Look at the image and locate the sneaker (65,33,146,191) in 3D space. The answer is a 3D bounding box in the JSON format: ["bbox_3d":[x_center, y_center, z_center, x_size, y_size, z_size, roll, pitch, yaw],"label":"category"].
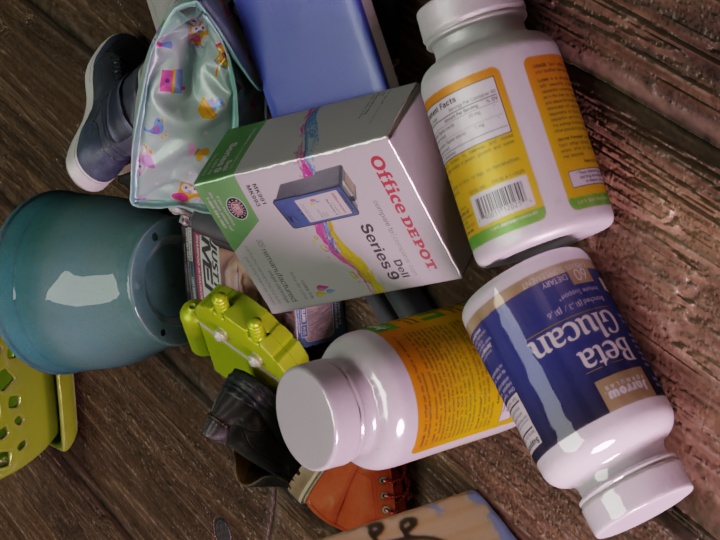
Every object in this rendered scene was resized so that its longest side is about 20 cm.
[{"bbox_3d":[-0.224,-0.190,1.731,0.146,0.077,0.203,-35,37,40],"label":"sneaker"}]

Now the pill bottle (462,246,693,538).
[{"bbox_3d":[0.166,0.093,1.269,0.201,0.111,0.111,63,143,18],"label":"pill bottle"}]

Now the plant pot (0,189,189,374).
[{"bbox_3d":[-0.256,0.011,1.782,0.187,0.199,0.202,-1,100,40],"label":"plant pot"}]

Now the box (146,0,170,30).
[{"bbox_3d":[-0.159,-0.311,1.665,0.200,0.036,0.145,-27,79,56],"label":"box"}]

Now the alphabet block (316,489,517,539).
[{"bbox_3d":[0.047,0.336,1.440,0.195,0.199,0.197,48,136,34],"label":"alphabet block"}]

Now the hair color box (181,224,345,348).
[{"bbox_3d":[-0.098,0.006,1.659,0.199,0.060,0.101,14,112,52],"label":"hair color box"}]

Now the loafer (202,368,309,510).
[{"bbox_3d":[-0.095,0.178,1.633,0.073,0.072,0.200,23,155,43],"label":"loafer"}]

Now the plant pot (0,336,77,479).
[{"bbox_3d":[-0.468,0.142,2.120,0.199,0.181,0.201,17,115,51],"label":"plant pot"}]

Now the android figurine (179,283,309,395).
[{"bbox_3d":[-0.100,0.087,1.621,0.182,0.041,0.200,35,158,24],"label":"android figurine"}]

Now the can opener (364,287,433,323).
[{"bbox_3d":[0.000,0.000,1.512,0.201,0.067,0.053,58,142,25],"label":"can opener"}]

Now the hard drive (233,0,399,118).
[{"bbox_3d":[-0.043,-0.206,1.425,0.131,0.025,0.201,-15,95,41],"label":"hard drive"}]

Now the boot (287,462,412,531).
[{"bbox_3d":[0.018,0.174,1.555,0.107,0.075,0.200,44,132,14],"label":"boot"}]

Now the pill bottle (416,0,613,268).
[{"bbox_3d":[0.110,-0.113,1.281,0.111,0.111,0.201,-27,79,54],"label":"pill bottle"}]

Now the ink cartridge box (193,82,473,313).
[{"bbox_3d":[-0.014,-0.057,1.398,0.199,0.088,0.146,-11,123,31],"label":"ink cartridge box"}]

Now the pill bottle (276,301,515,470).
[{"bbox_3d":[0.036,0.096,1.363,0.111,0.199,0.112,22,118,49],"label":"pill bottle"}]

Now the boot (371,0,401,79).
[{"bbox_3d":[-0.029,-0.243,1.472,0.199,0.073,0.152,21,118,41],"label":"boot"}]

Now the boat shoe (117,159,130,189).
[{"bbox_3d":[-0.176,-0.119,1.732,0.201,0.074,0.063,-14,128,45],"label":"boat shoe"}]

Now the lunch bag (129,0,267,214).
[{"bbox_3d":[-0.140,-0.174,1.534,0.171,0.121,0.201,-77,-6,-64],"label":"lunch bag"}]

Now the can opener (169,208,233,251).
[{"bbox_3d":[-0.125,-0.058,1.594,0.199,0.053,0.067,19,79,51],"label":"can opener"}]
